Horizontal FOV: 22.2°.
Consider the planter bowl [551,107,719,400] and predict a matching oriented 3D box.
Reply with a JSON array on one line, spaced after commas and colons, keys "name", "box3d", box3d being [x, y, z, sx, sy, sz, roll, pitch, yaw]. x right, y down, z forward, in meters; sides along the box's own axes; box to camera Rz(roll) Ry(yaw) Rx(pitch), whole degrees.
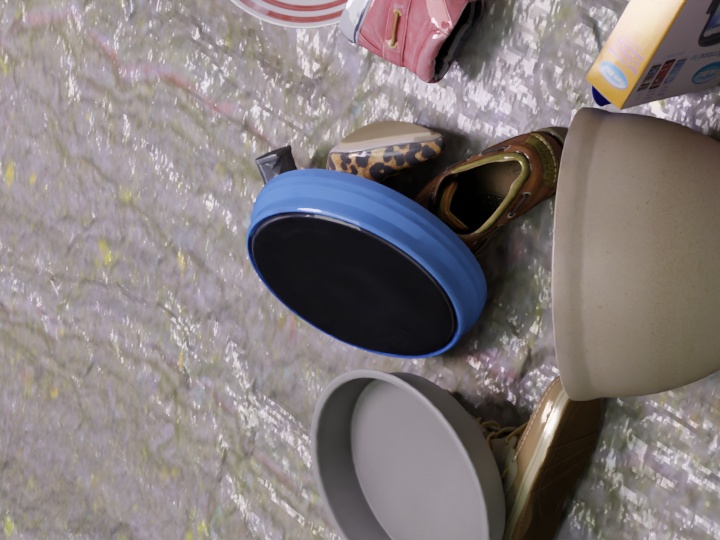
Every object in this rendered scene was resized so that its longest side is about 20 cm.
[{"name": "planter bowl", "box3d": [0.213, -0.008, 1.232, 0.135, 0.200, 0.201, 3, 105, 16]}]

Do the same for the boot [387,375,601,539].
[{"name": "boot", "box3d": [0.100, 0.131, 1.448, 0.155, 0.073, 0.200, 40, 132, 31]}]

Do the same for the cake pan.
[{"name": "cake pan", "box3d": [0.039, 0.167, 1.447, 0.200, 0.037, 0.201, 24, 124, 41]}]

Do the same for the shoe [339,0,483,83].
[{"name": "shoe", "box3d": [0.062, -0.242, 1.389, 0.091, 0.071, 0.200, 33, 118, 15]}]

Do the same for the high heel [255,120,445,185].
[{"name": "high heel", "box3d": [0.010, -0.044, 1.503, 0.200, 0.071, 0.143, -9, 107, 42]}]

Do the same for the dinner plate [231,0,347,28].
[{"name": "dinner plate", "box3d": [-0.045, -0.295, 1.469, 0.200, 0.024, 0.201, 4, 104, 17]}]

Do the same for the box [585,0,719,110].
[{"name": "box", "box3d": [0.227, -0.181, 1.200, 0.041, 0.119, 0.200, 45, 129, 26]}]

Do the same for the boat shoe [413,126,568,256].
[{"name": "boat shoe", "box3d": [0.080, -0.054, 1.416, 0.200, 0.068, 0.072, -37, 76, 45]}]

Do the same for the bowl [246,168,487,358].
[{"name": "bowl", "box3d": [0.000, 0.000, 1.449, 0.200, 0.039, 0.201, 21, 150, 13]}]
